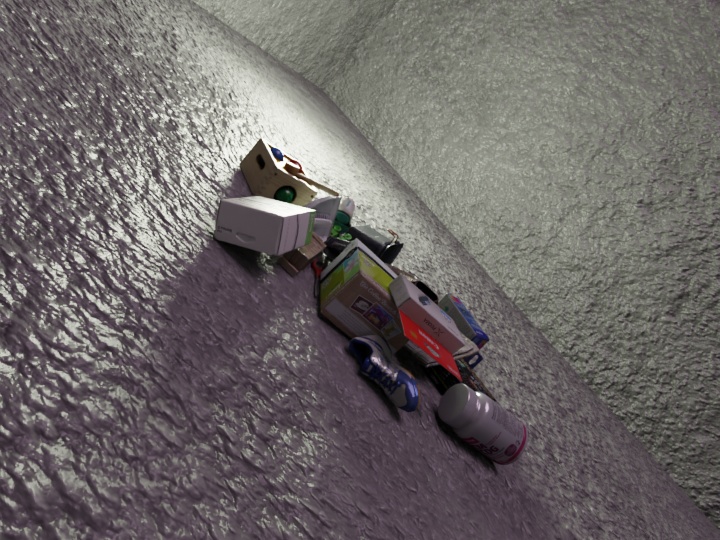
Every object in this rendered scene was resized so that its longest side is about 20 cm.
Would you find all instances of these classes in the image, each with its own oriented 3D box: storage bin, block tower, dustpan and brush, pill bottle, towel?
[{"bbox_3d":[0.029,-0.073,1.822,0.134,0.146,0.200,37,15,11],"label":"storage bin"},{"bbox_3d":[-0.135,-0.043,1.473,0.054,0.058,0.200,43,17,-2],"label":"block tower"},{"bbox_3d":[-0.140,-0.128,1.608,0.199,0.140,0.057,0,35,-32],"label":"dustpan and brush"},{"bbox_3d":[0.279,0.349,1.411,0.200,0.113,0.114,38,18,-21],"label":"pill bottle"},{"bbox_3d":[0.174,0.162,1.552,0.199,0.035,0.192,-8,33,-39],"label":"towel"}]

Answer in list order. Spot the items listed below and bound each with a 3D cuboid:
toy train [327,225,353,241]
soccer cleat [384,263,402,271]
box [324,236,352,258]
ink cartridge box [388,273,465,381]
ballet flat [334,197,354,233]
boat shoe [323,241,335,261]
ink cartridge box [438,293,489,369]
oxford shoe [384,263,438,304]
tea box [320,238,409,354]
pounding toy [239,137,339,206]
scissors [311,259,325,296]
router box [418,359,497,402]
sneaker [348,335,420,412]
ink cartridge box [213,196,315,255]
[{"bbox_3d":[-0.085,-0.109,1.745,0.200,0.042,0.056,41,46,19],"label":"toy train"},{"bbox_3d":[0.113,0.057,1.669,0.200,0.067,0.081,40,30,-14],"label":"soccer cleat"},{"bbox_3d":[0.000,0.000,1.576,0.200,0.036,0.143,50,-12,-21],"label":"box"},{"bbox_3d":[0.153,0.121,1.331,0.200,0.045,0.177,40,19,-30],"label":"ink cartridge box"},{"bbox_3d":[-0.047,-0.158,1.782,0.069,0.069,0.200,45,-16,2],"label":"ballet flat"},{"bbox_3d":[-0.025,-0.020,1.682,0.199,0.070,0.066,31,-3,-28],"label":"boat shoe"},{"bbox_3d":[0.268,0.186,1.740,0.076,0.137,0.200,21,28,-42],"label":"ink cartridge box"},{"bbox_3d":[0.119,0.031,1.604,0.199,0.071,0.073,30,-22,4],"label":"oxford shoe"},{"bbox_3d":[0.020,0.067,1.424,0.200,0.134,0.197,42,16,-20],"label":"tea box"},{"bbox_3d":[-0.193,-0.246,1.671,0.184,0.142,0.200,28,23,-43],"label":"pounding toy"},{"bbox_3d":[-0.105,0.016,1.483,0.073,0.014,0.200,47,17,-1],"label":"scissors"},{"bbox_3d":[0.245,0.280,1.587,0.150,0.062,0.200,15,33,-56],"label":"router box"},{"bbox_3d":[0.042,0.215,1.274,0.088,0.076,0.200,9,30,-44],"label":"sneaker"},{"bbox_3d":[-0.198,-0.099,1.312,0.145,0.085,0.200,15,12,12],"label":"ink cartridge box"}]
